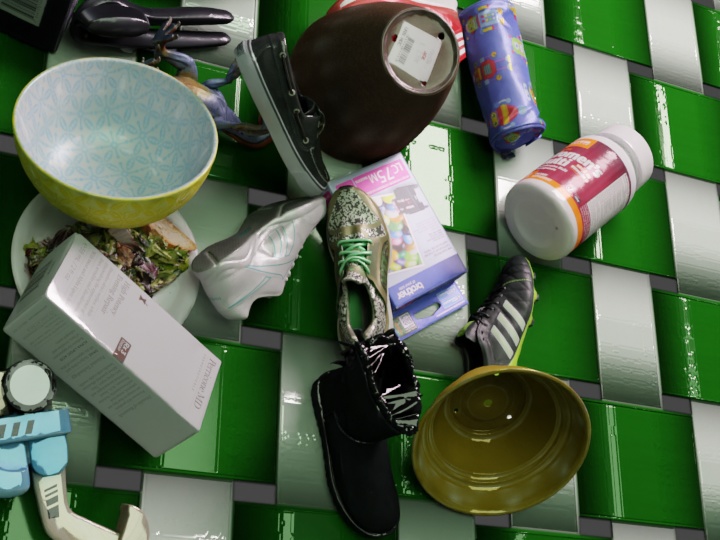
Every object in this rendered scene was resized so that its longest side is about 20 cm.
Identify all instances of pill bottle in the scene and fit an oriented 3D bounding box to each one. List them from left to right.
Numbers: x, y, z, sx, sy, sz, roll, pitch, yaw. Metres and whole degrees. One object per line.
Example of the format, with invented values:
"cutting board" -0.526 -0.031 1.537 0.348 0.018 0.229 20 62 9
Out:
"pill bottle" 0.283 -0.105 1.423 0.199 0.109 0.110 -35 87 -33

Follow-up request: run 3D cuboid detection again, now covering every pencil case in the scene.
"pencil case" 0.187 -0.253 1.453 0.086 0.078 0.203 6 65 -46

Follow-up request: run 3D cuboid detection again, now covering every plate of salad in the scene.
"plate of salad" -0.257 -0.013 1.146 0.197 0.048 0.203 10 66 -24

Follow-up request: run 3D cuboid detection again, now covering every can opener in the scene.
"can opener" -0.234 -0.274 1.262 0.198 0.064 0.079 -4 45 -38

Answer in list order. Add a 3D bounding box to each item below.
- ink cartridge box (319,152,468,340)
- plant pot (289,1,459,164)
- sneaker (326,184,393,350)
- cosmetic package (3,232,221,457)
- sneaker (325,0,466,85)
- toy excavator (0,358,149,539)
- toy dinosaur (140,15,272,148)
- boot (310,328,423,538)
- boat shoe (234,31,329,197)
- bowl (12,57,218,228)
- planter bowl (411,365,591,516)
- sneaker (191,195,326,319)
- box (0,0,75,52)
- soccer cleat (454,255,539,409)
"ink cartridge box" 0.046 -0.030 1.315 0.118 0.042 0.202 -25 84 -32
"plant pot" 0.030 -0.227 1.260 0.184 0.200 0.190 1 88 -19
"sneaker" 0.000 0.000 1.223 0.076 0.089 0.203 -9 80 4
"cosmetic package" -0.232 0.073 1.063 0.200 0.074 0.102 44 32 -23
"sneaker" 0.057 -0.291 1.405 0.198 0.078 0.117 -10 73 -29
"toy excavator" -0.301 0.185 1.027 0.192 0.100 0.203 -5 85 -26
"toy dinosaur" -0.176 -0.198 1.255 0.182 0.198 0.106 48 50 -48
"boot" 0.017 0.167 1.143 0.072 0.162 0.201 -10 74 -28
"boat shoe" -0.070 -0.163 1.188 0.069 0.056 0.201 -100 167 -50
"bowl" -0.250 -0.108 1.119 0.197 0.108 0.202 11 48 -12
"planter bowl" 0.149 0.168 1.232 0.198 0.202 0.084 21 26 -17
"sneaker" -0.103 -0.019 1.225 0.200 0.070 0.081 -40 118 -40
"box" -0.330 -0.367 1.197 0.103 0.148 0.202 23 60 -16
"soccer cleat" 0.158 0.065 1.317 0.080 0.067 0.202 22 64 -16
